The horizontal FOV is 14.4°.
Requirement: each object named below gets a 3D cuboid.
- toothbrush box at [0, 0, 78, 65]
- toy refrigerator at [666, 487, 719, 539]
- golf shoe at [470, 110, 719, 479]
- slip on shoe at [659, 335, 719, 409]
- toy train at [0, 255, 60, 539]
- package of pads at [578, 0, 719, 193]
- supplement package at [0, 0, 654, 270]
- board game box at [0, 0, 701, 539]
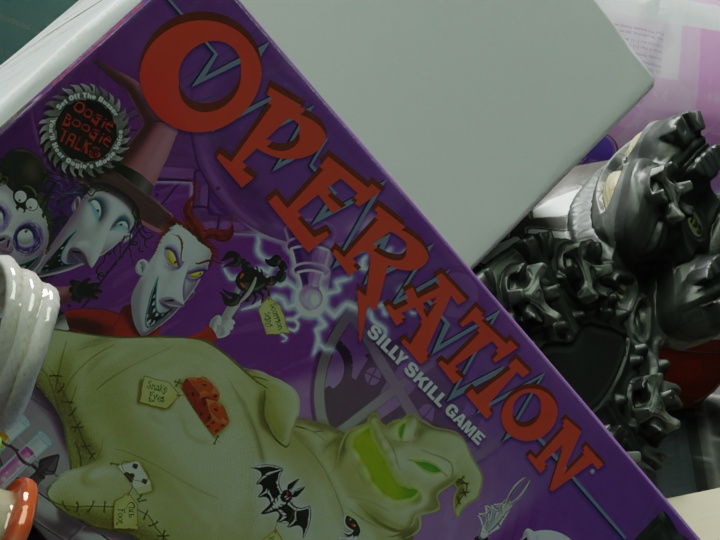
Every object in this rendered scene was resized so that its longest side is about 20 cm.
[{"bbox_3d":[-0.110,-0.114,1.084,0.146,0.200,0.085,23,22,36],"label":"toothbrush box"},{"bbox_3d":[0.135,0.103,0.789,0.200,0.070,0.076,-8,29,-37],"label":"toy refrigerator"},{"bbox_3d":[0.044,0.024,0.809,0.094,0.078,0.200,-20,9,33],"label":"golf shoe"},{"bbox_3d":[0.045,0.013,1.009,0.200,0.061,0.074,8,32,-11],"label":"slip on shoe"},{"bbox_3d":[-0.094,0.101,0.573,0.056,0.200,0.150,23,-14,-30],"label":"toy train"},{"bbox_3d":[0.037,-0.069,0.953,0.200,0.076,0.121,9,-24,-12],"label":"package of pads"},{"bbox_3d":[-0.038,-0.028,0.769,0.200,0.117,0.117,-44,11,-34],"label":"supplement package"},{"bbox_3d":[-0.018,0.041,0.667,0.120,0.200,0.032,-45,10,-19],"label":"board game box"}]
